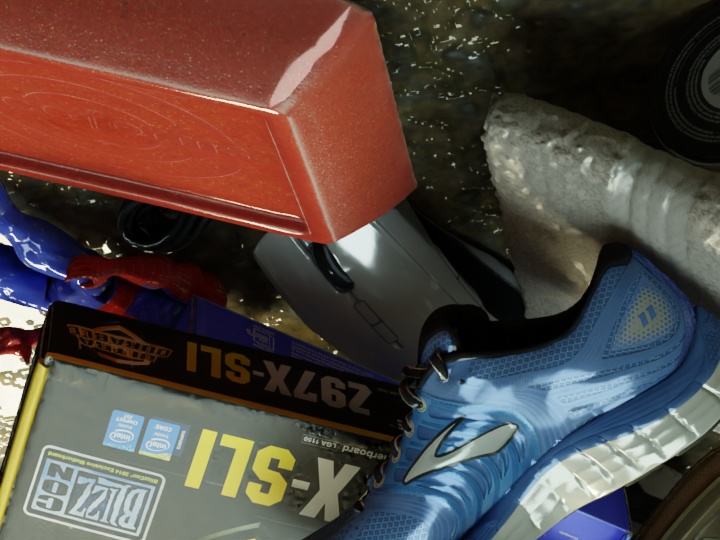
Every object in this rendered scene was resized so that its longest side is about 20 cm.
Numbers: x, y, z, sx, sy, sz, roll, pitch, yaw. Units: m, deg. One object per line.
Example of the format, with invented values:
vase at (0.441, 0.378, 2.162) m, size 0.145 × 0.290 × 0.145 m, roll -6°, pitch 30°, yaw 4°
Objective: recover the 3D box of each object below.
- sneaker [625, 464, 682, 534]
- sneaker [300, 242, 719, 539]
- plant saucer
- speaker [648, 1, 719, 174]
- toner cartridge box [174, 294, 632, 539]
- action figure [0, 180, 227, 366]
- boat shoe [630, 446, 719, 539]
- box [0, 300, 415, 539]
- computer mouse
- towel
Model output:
sneaker at (0.054, 0.151, 1.285) m, size 0.200 × 0.114 × 0.076 m, roll -12°, pitch 139°, yaw 16°
sneaker at (0.037, 0.059, 1.058) m, size 0.200 × 0.079 × 0.089 m, roll -36°, pitch 98°, yaw 10°
plant saucer at (-0.087, -0.062, 0.992) m, size 0.199 × 0.037 × 0.200 m, roll 13°, pitch 166°, yaw 9°
speaker at (0.189, -0.017, 1.104) m, size 0.081 × 0.081 × 0.200 m, roll -20°, pitch 136°, yaw 24°
toner cartridge box at (0.001, 0.093, 1.185) m, size 0.200 × 0.043 × 0.095 m, roll 24°, pitch 118°, yaw -14°
action figure at (-0.121, 0.005, 1.167) m, size 0.200 × 0.052 × 0.065 m, roll 25°, pitch 131°, yaw -30°
boat shoe at (0.116, 0.142, 1.220) m, size 0.072 × 0.068 × 0.200 m, roll 9°, pitch 122°, yaw -32°
box at (-0.047, 0.110, 1.141) m, size 0.200 × 0.049 × 0.160 m, roll 15°, pitch 117°, yaw -10°
computer mouse at (0.000, 0.000, 1.158) m, size 0.110 × 0.044 × 0.200 m, roll -31°, pitch 131°, yaw 31°
towel at (0.115, 0.008, 1.099) m, size 0.132 × 0.035 × 0.200 m, roll 23°, pitch 161°, yaw 21°
